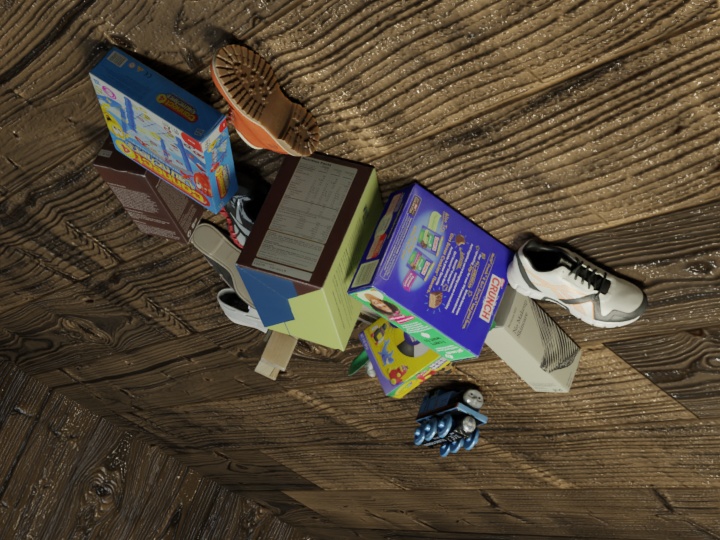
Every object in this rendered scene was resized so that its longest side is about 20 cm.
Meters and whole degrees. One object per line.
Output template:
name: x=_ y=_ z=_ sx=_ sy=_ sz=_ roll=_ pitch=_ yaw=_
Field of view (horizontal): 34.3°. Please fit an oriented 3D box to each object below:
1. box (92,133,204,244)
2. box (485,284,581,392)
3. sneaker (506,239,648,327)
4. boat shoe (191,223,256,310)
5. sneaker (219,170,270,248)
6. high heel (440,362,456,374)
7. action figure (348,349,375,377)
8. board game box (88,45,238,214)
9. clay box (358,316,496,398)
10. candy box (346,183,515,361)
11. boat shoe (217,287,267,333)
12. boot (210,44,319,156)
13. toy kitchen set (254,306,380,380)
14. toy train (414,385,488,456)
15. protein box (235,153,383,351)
box: x=-0.336 y=-0.132 z=1.872 sx=0.099 sy=0.075 sz=0.200 roll=14 pitch=156 yaw=21
box: x=0.260 y=0.108 z=1.816 sx=0.068 sy=0.083 sz=0.200 roll=-2 pitch=147 yaw=44
sneaker: x=0.299 y=0.017 z=1.607 sx=0.198 sy=0.074 sz=0.080 roll=17 pitch=150 yaw=10
boat shoe: x=-0.207 y=-0.004 z=1.984 sx=0.200 sy=0.067 sz=0.057 roll=44 pitch=177 yaw=12
sneaker: x=-0.164 y=-0.085 z=1.812 sx=0.097 sy=0.071 sz=0.201 roll=14 pitch=153 yaw=25
high heel: x=0.172 y=0.127 z=1.937 sx=0.142 sy=0.072 sz=0.201 roll=16 pitch=146 yaw=31
action figure: x=0.058 y=0.102 z=1.905 sx=0.055 sy=0.118 sz=0.200 roll=41 pitch=141 yaw=6
board game box: x=-0.274 y=-0.195 z=1.652 sx=0.199 sy=0.056 sz=0.196 roll=32 pitch=158 yaw=15
clay box: x=0.100 y=0.091 z=1.775 sx=0.200 sy=0.116 sz=0.047 roll=-39 pitch=150 yaw=22
candy box: x=0.104 y=0.005 z=1.637 sx=0.199 sy=0.170 sz=0.077 roll=33 pitch=157 yaw=-21
boat shoe: x=-0.182 y=0.067 z=2.153 sx=0.199 sy=0.072 sz=0.069 roll=16 pitch=157 yaw=39
boot: x=-0.150 y=-0.219 z=1.533 sx=0.107 sy=0.076 sz=0.200 roll=9 pitch=153 yaw=39
toy kitchen set: x=-0.049 y=0.088 z=1.903 sx=0.179 sy=0.201 sz=0.163 roll=25 pitch=156 yaw=-4
toy train: x=0.169 y=0.279 z=2.203 sx=0.086 sy=0.115 sz=0.200 roll=26 pitch=156 yaw=-14
protein box: x=-0.062 y=-0.029 z=1.676 sx=0.134 sy=0.201 sz=0.199 roll=15 pitch=155 yaw=17
